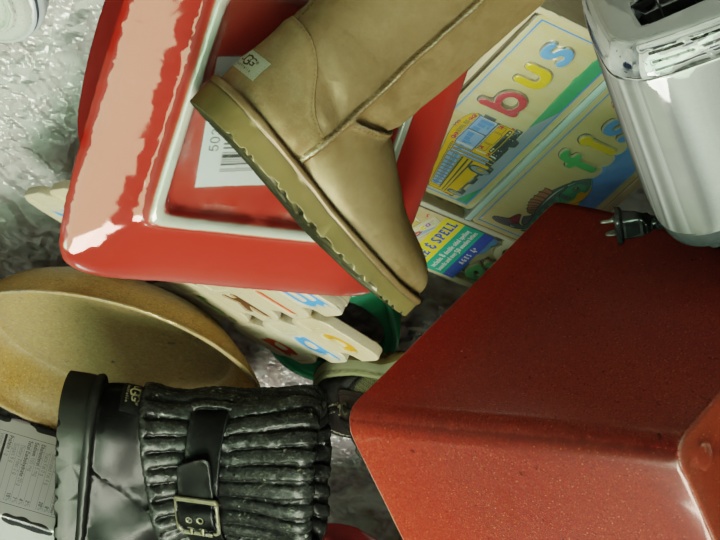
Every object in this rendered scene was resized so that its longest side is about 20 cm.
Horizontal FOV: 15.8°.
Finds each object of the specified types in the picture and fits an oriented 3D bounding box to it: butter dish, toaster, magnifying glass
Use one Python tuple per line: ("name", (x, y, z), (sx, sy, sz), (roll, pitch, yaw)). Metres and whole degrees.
("butter dish", (-0.062, -0.105, 1.297), (0.199, 0.148, 0.201), (5, 115, -34))
("toaster", (0.191, -0.103, 1.251), (0.199, 0.114, 0.129), (-22, 127, 8))
("magnifying glass", (0.000, 0.000, 1.485), (0.079, 0.022, 0.200), (17, 137, -8))

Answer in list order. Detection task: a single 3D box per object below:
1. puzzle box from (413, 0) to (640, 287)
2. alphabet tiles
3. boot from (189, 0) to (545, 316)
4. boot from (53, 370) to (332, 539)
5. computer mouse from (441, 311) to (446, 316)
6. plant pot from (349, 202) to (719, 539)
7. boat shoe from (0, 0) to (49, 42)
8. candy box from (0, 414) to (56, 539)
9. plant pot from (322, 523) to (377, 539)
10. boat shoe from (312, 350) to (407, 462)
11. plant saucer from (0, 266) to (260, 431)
("puzzle box", (0.084, -0.065, 1.373), (0.133, 0.025, 0.200), (22, 134, -26))
("alphabet tiles", (-0.086, -0.001, 1.434), (0.195, 0.015, 0.200), (32, 163, -22))
("boot", (0.040, -0.095, 1.226), (0.200, 0.066, 0.175), (-44, 130, -3))
("boot", (-0.098, 0.154, 1.508), (0.157, 0.080, 0.212), (5, 124, 1))
("computer mouse", (0.142, 0.053, 1.472), (0.199, 0.044, 0.110), (10, 174, -3))
("plant pot", (0.148, 0.098, 1.309), (0.176, 0.200, 0.200), (1, 125, 46))
("boat shoe", (-0.235, -0.169, 1.293), (0.074, 0.086, 0.202), (-19, 131, 28))
("candy box", (-0.253, 0.155, 1.645), (0.199, 0.072, 0.168), (17, 147, -8))
("plant pot", (-0.028, 0.271, 1.594), (0.182, 0.200, 0.201), (-34, 136, -15))
("boat shoe", (0.020, 0.085, 1.470), (0.073, 0.065, 0.200), (18, 165, -19))
("plant saucer", (-0.149, 0.048, 1.529), (0.199, 0.036, 0.200), (11, 152, 6))
